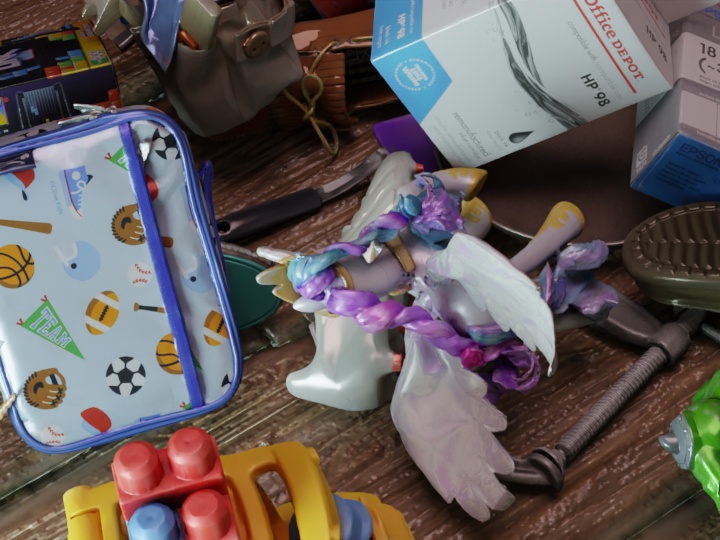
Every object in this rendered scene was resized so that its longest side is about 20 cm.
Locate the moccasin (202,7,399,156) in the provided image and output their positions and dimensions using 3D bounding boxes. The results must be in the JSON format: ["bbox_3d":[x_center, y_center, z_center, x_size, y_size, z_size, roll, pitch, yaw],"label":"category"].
[{"bbox_3d":[-0.019,-0.130,1.320,0.200,0.074,0.078,-13,44,-8],"label":"moccasin"}]

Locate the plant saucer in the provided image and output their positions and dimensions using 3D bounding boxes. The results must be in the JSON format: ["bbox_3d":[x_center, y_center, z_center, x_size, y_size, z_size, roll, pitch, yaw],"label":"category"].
[{"bbox_3d":[0.148,-0.080,1.285,0.199,0.032,0.201,-1,47,1],"label":"plant saucer"}]

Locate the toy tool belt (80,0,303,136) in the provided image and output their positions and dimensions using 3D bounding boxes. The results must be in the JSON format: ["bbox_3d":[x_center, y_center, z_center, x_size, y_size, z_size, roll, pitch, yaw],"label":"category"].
[{"bbox_3d":[-0.127,-0.192,1.271,0.125,0.123,0.200,-39,54,-5],"label":"toy tool belt"}]

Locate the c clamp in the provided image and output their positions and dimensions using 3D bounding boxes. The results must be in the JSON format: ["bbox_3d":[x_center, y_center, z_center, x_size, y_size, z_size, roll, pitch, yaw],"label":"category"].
[{"bbox_3d":[0.134,0.068,1.156,0.200,0.027,0.171,-36,55,-26],"label":"c clamp"}]

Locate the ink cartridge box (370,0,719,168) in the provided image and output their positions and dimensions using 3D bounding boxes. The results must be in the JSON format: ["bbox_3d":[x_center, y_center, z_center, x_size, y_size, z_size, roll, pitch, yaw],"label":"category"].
[{"bbox_3d":[0.120,-0.153,1.197,0.199,0.116,0.067,-21,40,26],"label":"ink cartridge box"}]

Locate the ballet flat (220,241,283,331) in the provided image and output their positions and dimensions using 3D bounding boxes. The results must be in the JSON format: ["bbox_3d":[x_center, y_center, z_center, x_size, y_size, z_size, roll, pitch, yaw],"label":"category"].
[{"bbox_3d":[-0.149,0.011,1.209,0.199,0.072,0.072,-9,47,-5],"label":"ballet flat"}]

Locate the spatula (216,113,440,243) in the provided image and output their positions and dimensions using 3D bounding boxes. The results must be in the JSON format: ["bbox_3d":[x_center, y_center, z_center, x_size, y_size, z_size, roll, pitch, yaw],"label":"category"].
[{"bbox_3d":[-0.016,-0.059,1.288,0.199,0.021,0.057,-26,61,-16],"label":"spatula"}]

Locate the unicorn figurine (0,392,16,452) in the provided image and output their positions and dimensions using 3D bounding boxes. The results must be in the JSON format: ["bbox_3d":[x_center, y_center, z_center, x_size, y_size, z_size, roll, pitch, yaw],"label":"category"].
[{"bbox_3d":[-0.303,0.140,1.105,0.137,0.074,0.201,24,68,14],"label":"unicorn figurine"}]

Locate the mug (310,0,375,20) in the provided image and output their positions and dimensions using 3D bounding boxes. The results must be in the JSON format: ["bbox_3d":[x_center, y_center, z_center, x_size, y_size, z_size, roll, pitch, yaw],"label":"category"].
[{"bbox_3d":[0.038,-0.285,1.372,0.199,0.134,0.178,-30,32,13],"label":"mug"}]

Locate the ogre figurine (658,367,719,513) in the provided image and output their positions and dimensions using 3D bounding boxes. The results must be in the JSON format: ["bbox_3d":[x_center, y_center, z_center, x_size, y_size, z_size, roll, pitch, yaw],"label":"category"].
[{"bbox_3d":[0.251,0.092,1.085,0.120,0.098,0.200,38,74,12],"label":"ogre figurine"}]

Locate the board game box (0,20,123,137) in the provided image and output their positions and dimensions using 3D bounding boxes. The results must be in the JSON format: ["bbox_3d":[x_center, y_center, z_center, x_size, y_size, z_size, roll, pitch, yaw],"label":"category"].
[{"bbox_3d":[-0.248,-0.113,1.273,0.164,0.057,0.200,-13,17,-9],"label":"board game box"}]

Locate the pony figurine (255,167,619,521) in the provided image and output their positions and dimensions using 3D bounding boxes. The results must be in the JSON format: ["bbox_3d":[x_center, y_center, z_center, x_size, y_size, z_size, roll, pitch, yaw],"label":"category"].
[{"bbox_3d":[0.060,0.020,1.100,0.193,0.167,0.199,40,41,27],"label":"pony figurine"}]

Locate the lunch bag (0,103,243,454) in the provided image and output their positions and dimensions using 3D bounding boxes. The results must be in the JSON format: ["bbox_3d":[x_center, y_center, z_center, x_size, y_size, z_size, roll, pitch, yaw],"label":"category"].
[{"bbox_3d":[-0.155,-0.001,1.136,0.159,0.201,0.076,-14,10,-6],"label":"lunch bag"}]

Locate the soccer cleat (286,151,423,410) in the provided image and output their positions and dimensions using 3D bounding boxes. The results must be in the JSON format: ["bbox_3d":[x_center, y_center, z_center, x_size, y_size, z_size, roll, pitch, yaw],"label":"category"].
[{"bbox_3d":[0.000,0.000,1.205,0.077,0.070,0.201,2,50,10],"label":"soccer cleat"}]

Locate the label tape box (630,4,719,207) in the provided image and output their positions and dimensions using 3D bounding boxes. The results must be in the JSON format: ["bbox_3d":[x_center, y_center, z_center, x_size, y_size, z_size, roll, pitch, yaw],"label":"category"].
[{"bbox_3d":[0.260,-0.116,1.254,0.143,0.063,0.201,22,48,-12],"label":"label tape box"}]

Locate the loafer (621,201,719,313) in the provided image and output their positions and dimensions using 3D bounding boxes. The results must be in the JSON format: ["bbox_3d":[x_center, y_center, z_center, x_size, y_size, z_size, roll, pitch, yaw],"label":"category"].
[{"bbox_3d":[0.262,0.004,1.175,0.198,0.068,0.076,2,44,6],"label":"loafer"}]

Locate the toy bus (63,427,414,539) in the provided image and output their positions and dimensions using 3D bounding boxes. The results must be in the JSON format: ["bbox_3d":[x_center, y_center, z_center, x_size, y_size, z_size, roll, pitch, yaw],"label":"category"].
[{"bbox_3d":[-0.059,0.152,0.985,0.199,0.193,0.136,-12,46,-8],"label":"toy bus"}]
